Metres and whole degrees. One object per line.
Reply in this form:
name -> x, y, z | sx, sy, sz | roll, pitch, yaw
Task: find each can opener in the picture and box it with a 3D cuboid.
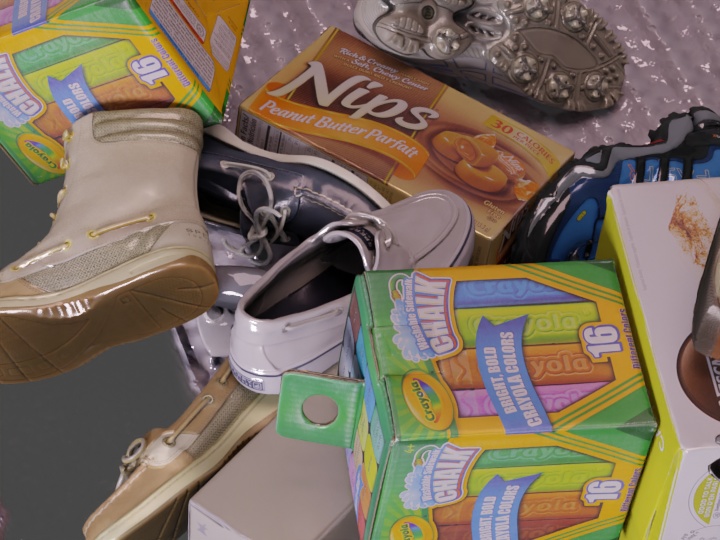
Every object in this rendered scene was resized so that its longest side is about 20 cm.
can opener -> -0.008, 0.028, 1.757 | 0.199, 0.066, 0.053 | 2, 79, -8

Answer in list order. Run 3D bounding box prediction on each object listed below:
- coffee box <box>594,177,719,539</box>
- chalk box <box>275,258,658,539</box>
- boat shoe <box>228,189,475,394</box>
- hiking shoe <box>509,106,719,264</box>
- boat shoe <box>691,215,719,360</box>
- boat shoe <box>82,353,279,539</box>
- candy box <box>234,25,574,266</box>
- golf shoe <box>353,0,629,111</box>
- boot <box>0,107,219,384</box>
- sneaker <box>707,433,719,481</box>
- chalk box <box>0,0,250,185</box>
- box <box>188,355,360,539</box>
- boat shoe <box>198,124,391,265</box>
coffee box -> 0.245, 0.081, 1.644 | 0.197, 0.201, 0.200 | -4, 50, -8
chalk box -> 0.053, 0.081, 1.592 | 0.199, 0.125, 0.124 | -4, 52, -10
boat shoe -> 0.000, 0.000, 1.692 | 0.073, 0.066, 0.200 | 31, 52, 26
hiking shoe -> 0.187, -0.040, 1.825 | 0.200, 0.075, 0.087 | -30, 58, -27
boat shoe -> 0.243, -0.029, 1.558 | 0.074, 0.076, 0.200 | 20, 51, 10
boat shoe -> -0.104, 0.104, 1.669 | 0.063, 0.073, 0.201 | 40, 58, 12
candy box -> 0.028, -0.076, 1.847 | 0.199, 0.055, 0.115 | 28, 45, 19
golf shoe -> 0.088, -0.162, 1.921 | 0.199, 0.097, 0.079 | 18, 83, -21
boot -> -0.187, -0.019, 1.750 | 0.199, 0.072, 0.155 | -17, 48, 12
sneaker -> 0.270, 0.051, 1.503 | 0.104, 0.060, 0.200 | 26, 57, 9
chalk box -> -0.193, -0.150, 1.826 | 0.199, 0.125, 0.124 | -18, 41, 26
box -> -0.013, 0.118, 1.676 | 0.082, 0.069, 0.200 | 33, 55, 22
boat shoe -> -0.067, -0.046, 1.807 | 0.199, 0.075, 0.062 | 25, 50, 17
